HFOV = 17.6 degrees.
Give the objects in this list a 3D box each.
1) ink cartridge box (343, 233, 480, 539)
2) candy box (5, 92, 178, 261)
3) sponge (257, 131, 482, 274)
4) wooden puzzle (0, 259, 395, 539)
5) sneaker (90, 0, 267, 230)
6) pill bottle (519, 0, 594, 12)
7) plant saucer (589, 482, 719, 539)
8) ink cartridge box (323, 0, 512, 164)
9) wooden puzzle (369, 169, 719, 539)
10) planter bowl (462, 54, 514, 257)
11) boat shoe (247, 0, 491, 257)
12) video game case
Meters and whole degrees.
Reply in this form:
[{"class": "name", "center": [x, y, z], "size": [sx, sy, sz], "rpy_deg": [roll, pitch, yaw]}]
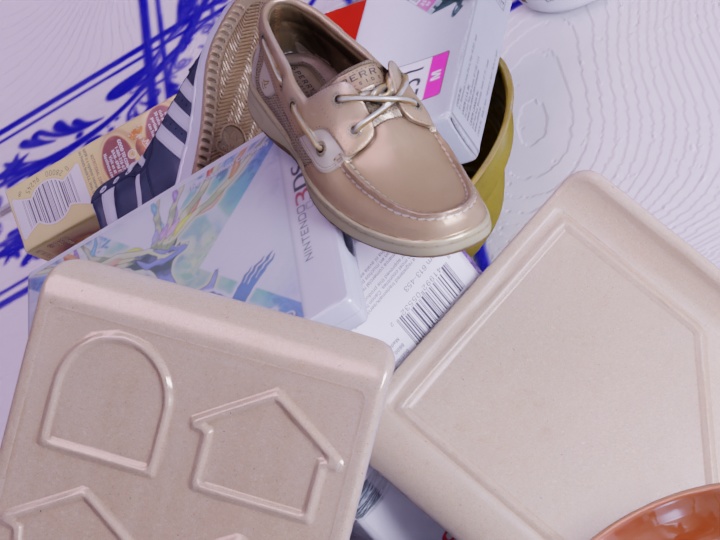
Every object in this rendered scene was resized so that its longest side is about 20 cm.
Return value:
[{"class": "ink cartridge box", "center": [0.012, 0.060, 1.289], "size": [0.145, 0.200, 0.084], "rpy_deg": [-49, 34, -12]}, {"class": "candy box", "center": [-0.131, -0.066, 1.619], "size": [0.200, 0.115, 0.055], "rpy_deg": [-27, 70, 16]}, {"class": "sponge", "center": [0.000, 0.000, 1.364], "size": [0.112, 0.200, 0.030], "rpy_deg": [-41, 18, -4]}, {"class": "wooden puzzle", "center": [-0.089, 0.111, 1.143], "size": [0.185, 0.046, 0.200], "rpy_deg": [15, 86, 16]}, {"class": "sneaker", "center": [-0.110, -0.084, 1.511], "size": [0.108, 0.070, 0.200], "rpy_deg": [-15, 54, 46]}, {"class": "pill bottle", "center": [0.107, -0.277, 1.568], "size": [0.109, 0.200, 0.109], "rpy_deg": [-24, 38, 21]}, {"class": "plant saucer", "center": [0.161, 0.185, 1.087], "size": [0.200, 0.032, 0.200], "rpy_deg": [-22, 36, 17]}, {"class": "ink cartridge box", "center": [0.009, -0.133, 1.493], "size": [0.173, 0.044, 0.200], "rpy_deg": [-14, 42, 29]}, {"class": "wooden puzzle", "center": [0.124, 0.074, 1.235], "size": [0.185, 0.037, 0.200], "rpy_deg": [40, 80, 10]}, {"class": "planter bowl", "center": [0.030, -0.049, 1.490], "size": [0.200, 0.083, 0.201], "rpy_deg": [-25, 38, 21]}, {"class": "boat shoe", "center": [-0.002, -0.076, 1.205], "size": [0.071, 0.065, 0.200], "rpy_deg": [-21, 42, -26]}, {"class": "video game case", "center": [-0.093, 0.013, 1.242], "size": [0.200, 0.022, 0.182], "rpy_deg": [-30, 35, 14]}]
